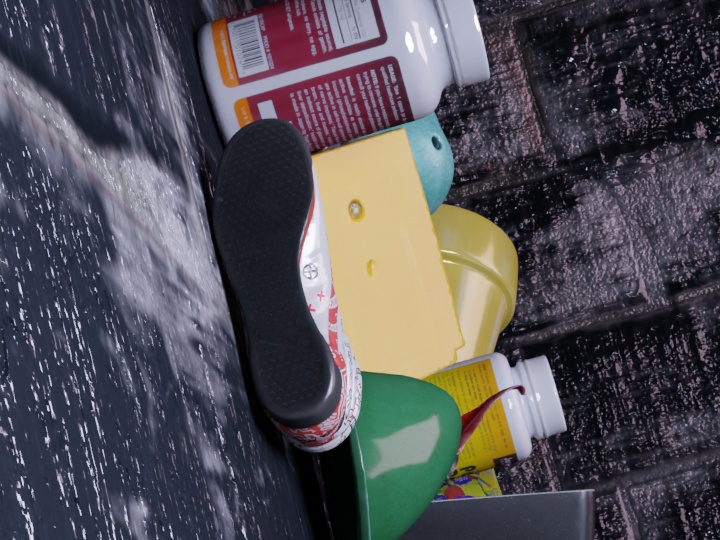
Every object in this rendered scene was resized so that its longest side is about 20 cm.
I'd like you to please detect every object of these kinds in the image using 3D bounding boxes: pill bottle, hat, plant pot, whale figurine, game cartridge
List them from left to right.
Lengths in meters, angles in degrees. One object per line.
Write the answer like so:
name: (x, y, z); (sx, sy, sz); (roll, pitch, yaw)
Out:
pill bottle: (-0.011, -0.153, 1.227); (0.113, 0.199, 0.114); (-15, 90, -87)
game cartridge: (0.000, 0.000, 1.331); (0.176, 0.032, 0.201); (-21, 98, -47)
whale figurine: (0.035, -0.137, 1.565); (0.159, 0.103, 0.201); (31, 55, -38)
plant pot: (0.066, 0.060, 1.795); (0.201, 0.200, 0.190); (70, 21, -50)
hat: (0.065, 0.116, 1.155); (0.166, 0.175, 0.201); (94, -14, -45)
pill bottle: (0.097, 0.147, 1.643); (0.109, 0.199, 0.110); (-16, 90, -86)
plant pot: (0.116, 0.296, 1.504); (0.200, 0.198, 0.179); (58, 28, -79)

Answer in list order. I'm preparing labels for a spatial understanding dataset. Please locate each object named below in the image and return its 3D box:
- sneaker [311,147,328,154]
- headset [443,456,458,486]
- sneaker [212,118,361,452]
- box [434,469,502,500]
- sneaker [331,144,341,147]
sneaker: (-0.019, -0.155, 1.400); (0.071, 0.200, 0.113); (40, 52, -10)
headset: (0.023, 0.155, 1.480); (0.124, 0.094, 0.200); (52, 5, 12)
sneaker: (-0.045, 0.014, 1.048); (0.108, 0.067, 0.202); (69, 9, -67)
box: (0.113, 0.323, 1.797); (0.201, 0.121, 0.193); (-102, 174, -49)
sneaker: (-0.015, -0.036, 1.442); (0.075, 0.088, 0.201); (-54, -156, 36)
